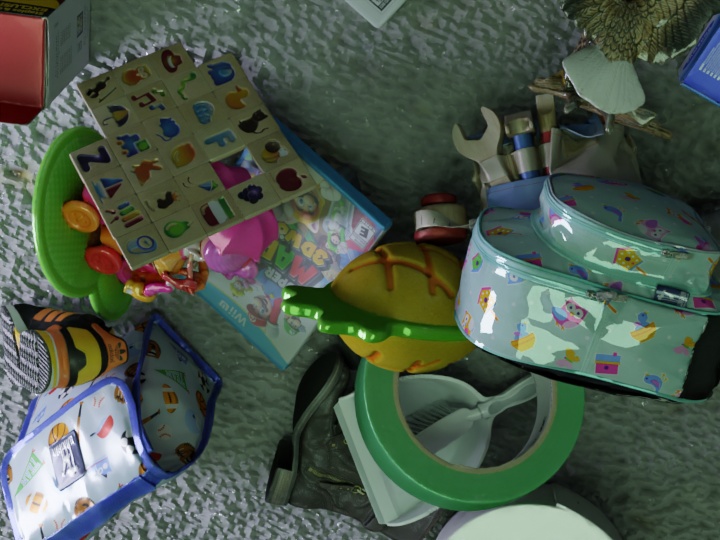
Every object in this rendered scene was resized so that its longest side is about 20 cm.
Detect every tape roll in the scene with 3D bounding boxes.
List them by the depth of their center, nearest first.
[{"bbox_3d":[0.096,0.110,1.417,0.200,0.048,0.201,3,72,-10],"label":"tape roll"},{"bbox_3d":[0.157,0.304,1.481,0.202,0.139,0.203,0,90,5],"label":"tape roll"}]

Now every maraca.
[{"bbox_3d":[0.026,0.031,1.323,0.137,0.200,0.107,21,108,43],"label":"maraca"}]

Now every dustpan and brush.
[{"bbox_3d":[0.090,0.137,1.471,0.200,0.057,0.140,-29,109,-24],"label":"dustpan and brush"}]

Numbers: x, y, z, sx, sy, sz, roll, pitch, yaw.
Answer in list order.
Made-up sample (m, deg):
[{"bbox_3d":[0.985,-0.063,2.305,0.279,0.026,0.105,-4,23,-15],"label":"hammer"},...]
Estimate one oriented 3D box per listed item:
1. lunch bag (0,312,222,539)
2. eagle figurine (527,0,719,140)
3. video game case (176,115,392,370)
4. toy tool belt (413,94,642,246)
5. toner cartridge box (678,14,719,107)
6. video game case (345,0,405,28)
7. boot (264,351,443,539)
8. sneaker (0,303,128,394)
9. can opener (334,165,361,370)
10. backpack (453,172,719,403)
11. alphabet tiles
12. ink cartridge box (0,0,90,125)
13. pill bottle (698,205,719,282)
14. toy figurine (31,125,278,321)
[{"bbox_3d":[-0.230,0.158,1.460,0.170,0.200,0.124,-35,114,21],"label":"lunch bag"},{"bbox_3d":[0.211,-0.218,1.272,0.151,0.152,0.200,37,114,37],"label":"eagle figurine"},{"bbox_3d":[-0.074,-0.021,1.417,0.143,0.018,0.200,42,128,7],"label":"video game case"},{"bbox_3d":[0.140,-0.091,1.366,0.200,0.125,0.123,-6,80,6],"label":"toy tool belt"},{"bbox_3d":[0.353,-0.217,1.306,0.095,0.043,0.200,29,115,-5],"label":"toner cartridge box"},{"bbox_3d":[0.013,-0.329,1.309,0.182,0.024,0.200,40,114,-11],"label":"video game case"},{"bbox_3d":[0.013,0.174,1.518,0.174,0.069,0.200,16,126,-7],"label":"boot"},{"bbox_3d":[-0.269,0.069,1.456,0.090,0.200,0.070,-6,99,-22],"label":"sneaker"},{"bbox_3d":[0.000,0.000,1.447,0.053,0.067,0.200,8,131,27],"label":"can opener"},{"bbox_3d":[0.176,0.010,1.238,0.200,0.176,0.153,5,111,-2],"label":"backpack"},{"bbox_3d":[-0.155,-0.106,1.340,0.167,0.200,0.008,-25,148,-13],"label":"alphabet tiles"},{"bbox_3d":[-0.343,-0.196,1.331,0.200,0.176,0.084,7,115,3],"label":"ink cartridge box"},{"bbox_3d":[0.274,0.016,1.384,0.200,0.114,0.114,-20,110,16],"label":"pill bottle"},{"bbox_3d":[-0.157,-0.029,1.388,0.184,0.150,0.200,4,138,20],"label":"toy figurine"}]
